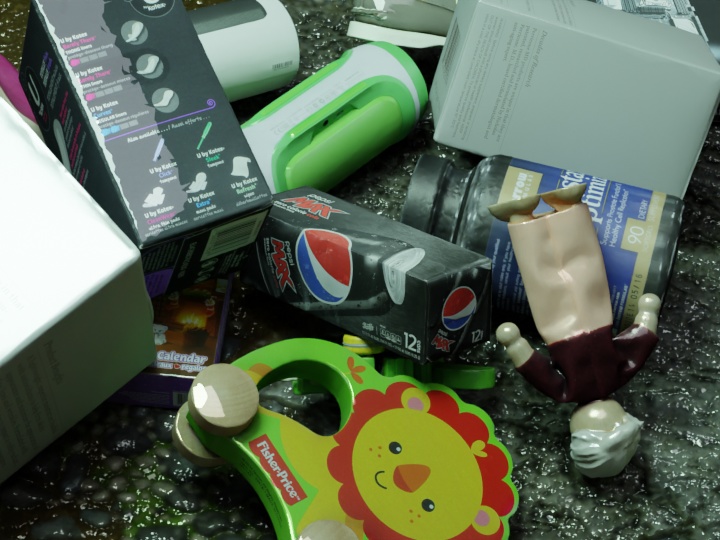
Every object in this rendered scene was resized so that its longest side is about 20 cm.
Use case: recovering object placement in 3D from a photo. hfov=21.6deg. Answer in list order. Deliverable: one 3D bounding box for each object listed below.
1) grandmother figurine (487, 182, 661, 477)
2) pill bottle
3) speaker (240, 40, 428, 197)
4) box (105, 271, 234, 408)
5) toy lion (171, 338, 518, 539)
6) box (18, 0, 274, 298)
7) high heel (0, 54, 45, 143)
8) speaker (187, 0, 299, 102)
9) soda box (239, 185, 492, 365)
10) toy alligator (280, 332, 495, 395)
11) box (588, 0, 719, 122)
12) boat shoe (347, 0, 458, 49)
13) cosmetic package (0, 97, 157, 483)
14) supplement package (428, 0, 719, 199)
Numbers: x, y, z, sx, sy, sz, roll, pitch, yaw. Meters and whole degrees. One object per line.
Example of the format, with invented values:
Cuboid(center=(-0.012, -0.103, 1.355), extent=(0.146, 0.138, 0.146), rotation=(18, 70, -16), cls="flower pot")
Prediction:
Cuboid(center=(0.153, 0.044, 1.304), extent=(0.120, 0.061, 0.202), rotation=(-13, 90, -3), cls="grandmother figurine")
Cuboid(center=(0.131, -0.022, 1.391), extent=(0.198, 0.112, 0.112), rotation=(14, 47, 8), cls="pill bottle")
Cuboid(center=(-0.038, -0.102, 1.469), extent=(0.088, 0.089, 0.200), rotation=(35, 54, 25), cls="speaker")
Cuboid(center=(-0.196, 0.029, 1.366), extent=(0.198, 0.039, 0.138), rotation=(5, 47, 0), cls="box")
Cuboid(center=(0.002, 0.128, 1.256), extent=(0.191, 0.069, 0.201), rotation=(-26, 71, -31), cls="toy lion")
Cuboid(center=(-0.155, -0.094, 1.333), extent=(0.105, 0.122, 0.201), rotation=(-19, 74, -22), cls="box")
Cuboid(center=(-0.251, -0.107, 1.483), extent=(0.200, 0.068, 0.096), rotation=(46, 27, 15), cls="high heel")
Cuboid(center=(-0.149, -0.161, 1.497), extent=(0.199, 0.082, 0.081), rotation=(-19, 50, -34), cls="speaker")
Cuboid(center=(0.000, 0.000, 1.336), extent=(0.070, 0.064, 0.199), rotation=(-17, 28, -40), cls="soda box")
Cuboid(center=(-0.005, 0.073, 1.335), extent=(0.198, 0.060, 0.054), rotation=(-1, 6, -5), cls="toy alligator")
Cuboid(center=(0.277, -0.195, 1.607), extent=(0.198, 0.050, 0.159), rotation=(3, 47, -2), cls="box")
Cuboid(center=(0.087, -0.209, 1.563), extent=(0.200, 0.061, 0.072), rotation=(5, 6, -22), cls="boat shoe")
Cuboid(center=(-0.260, 0.029, 1.231), extent=(0.200, 0.165, 0.165), rotation=(-39, 72, -19), cls="cosmetic package")
Cuboid(center=(0.164, -0.141, 1.454), extent=(0.198, 0.118, 0.117), rotation=(16, 21, -6), cls="supplement package")
